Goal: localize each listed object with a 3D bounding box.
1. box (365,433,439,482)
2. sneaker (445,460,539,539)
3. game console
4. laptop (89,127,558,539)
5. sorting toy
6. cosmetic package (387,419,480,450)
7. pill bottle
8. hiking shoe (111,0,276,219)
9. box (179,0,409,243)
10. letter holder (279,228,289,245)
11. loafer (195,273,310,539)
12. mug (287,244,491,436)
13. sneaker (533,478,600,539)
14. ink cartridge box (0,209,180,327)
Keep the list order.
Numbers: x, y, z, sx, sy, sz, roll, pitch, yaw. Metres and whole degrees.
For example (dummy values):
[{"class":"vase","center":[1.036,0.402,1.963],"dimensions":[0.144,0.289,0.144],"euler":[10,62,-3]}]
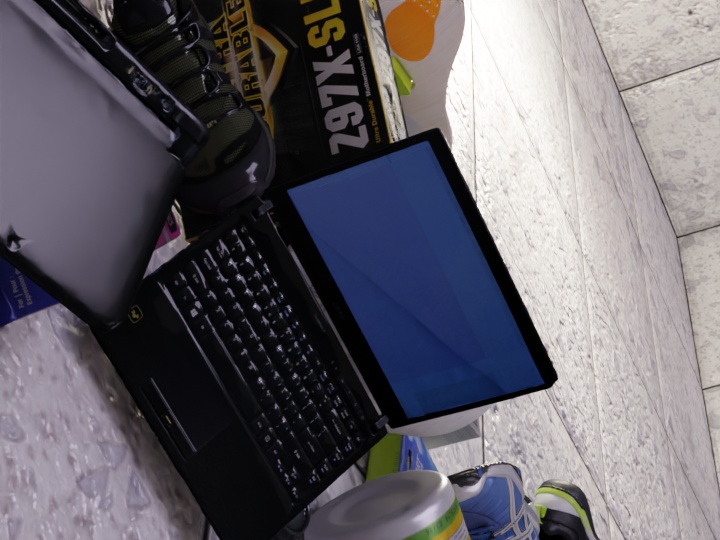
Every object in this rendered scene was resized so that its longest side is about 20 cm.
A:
[{"class":"box","center":[0.052,0.226,1.164],"dimensions":[0.123,0.047,0.201],"euler":[-81,149,-54]},{"class":"sneaker","center":[0.107,0.208,1.144],"dimensions":[0.200,0.075,0.078],"euler":[44,30,-55]},{"class":"game console","center":[-0.182,-0.094,0.715],"dimensions":[0.200,0.117,0.176],"euler":[45,-5,-38]},{"class":"laptop","center":[-0.016,0.047,0.815],"dimensions":[0.199,0.103,0.179],"euler":[-39,114,-24]},{"class":"sorting toy","center":[-0.001,-0.160,1.172],"dimensions":[0.107,0.198,0.181],"euler":[-50,135,-24]},{"class":"cosmetic package","center":[0.050,0.055,1.251],"dimensions":[0.051,0.082,0.202],"euler":[47,31,-48]},{"class":"pill bottle","center":[0.042,0.253,1.012],"dimensions":[0.111,0.110,0.203],"euler":[-43,115,-69]},{"class":"hiking shoe","center":[-0.116,-0.116,0.879],"dimensions":[0.101,0.075,0.201],"euler":[53,5,-50]},{"class":"box","center":[-0.059,-0.134,0.968],"dimensions":[0.049,0.158,0.203],"euler":[19,57,-68]},{"class":"letter holder","center":[0.000,0.000,1.124],"dimensions":[0.143,0.099,0.202],"euler":[-74,143,-55]},{"class":"loafer","center":[-0.073,0.087,0.880],"dimensions":[0.068,0.069,0.202],"euler":[-72,142,-56]},{"class":"mug","center":[0.001,0.050,0.973],"dimensions":[0.147,0.201,0.175],"euler":[40,5,24]},{"class":"sneaker","center":[0.226,0.320,1.597],"dimensions":[0.083,0.071,0.201],"euler":[-54,128,-38]},{"class":"ink cartridge box","center":[-0.163,-0.038,0.787],"dimensions":[0.200,0.037,0.096],"euler":[-41,113,-68]}]
